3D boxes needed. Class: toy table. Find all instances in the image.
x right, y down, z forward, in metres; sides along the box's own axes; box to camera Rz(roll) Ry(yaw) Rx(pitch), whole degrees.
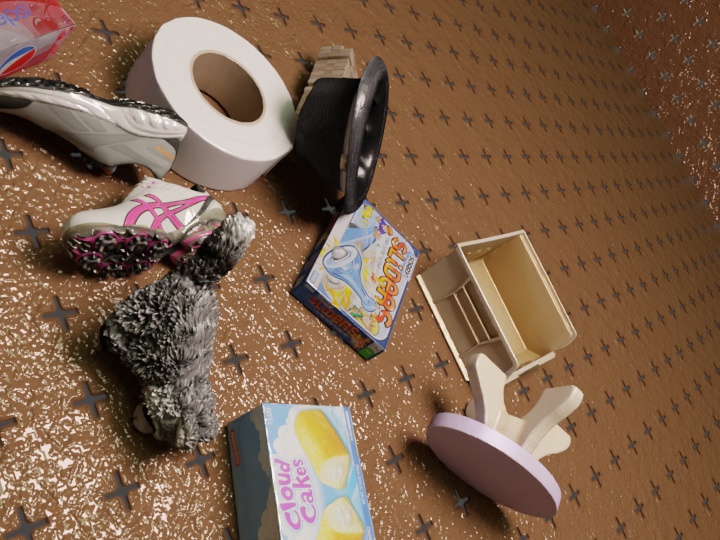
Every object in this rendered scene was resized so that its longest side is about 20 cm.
[{"bbox_3d":[0.182,0.202,0.888,0.200,0.183,0.118,50,53,-27],"label":"toy table"}]

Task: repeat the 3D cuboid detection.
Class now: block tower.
[{"bbox_3d":[-0.047,-0.249,1.029,0.058,0.053,0.201,76,19,-45],"label":"block tower"}]

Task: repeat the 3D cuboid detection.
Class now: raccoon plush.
[{"bbox_3d":[-0.139,0.064,0.627,0.134,0.200,0.097,49,23,13],"label":"raccoon plush"}]

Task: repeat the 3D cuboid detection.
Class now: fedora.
[{"bbox_3d":[-0.026,-0.173,0.897,0.091,0.202,0.201,15,42,7],"label":"fedora"}]

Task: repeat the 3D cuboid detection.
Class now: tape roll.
[{"bbox_3d":[-0.174,-0.199,0.862,0.201,0.071,0.204,27,46,-32],"label":"tape roll"}]

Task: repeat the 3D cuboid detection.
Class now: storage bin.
[{"bbox_3d":[0.208,0.058,1.069,0.199,0.093,0.200,-12,73,-50],"label":"storage bin"}]

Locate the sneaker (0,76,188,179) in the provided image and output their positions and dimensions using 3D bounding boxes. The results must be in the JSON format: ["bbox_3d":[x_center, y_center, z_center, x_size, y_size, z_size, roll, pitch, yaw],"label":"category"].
[{"bbox_3d":[-0.276,-0.141,0.711,0.198,0.080,0.074,12,15,-24],"label":"sneaker"}]

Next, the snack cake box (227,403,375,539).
[{"bbox_3d":[-0.054,0.234,0.687,0.114,0.067,0.202,13,55,-42],"label":"snack cake box"}]

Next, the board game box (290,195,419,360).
[{"bbox_3d":[0.000,0.000,0.935,0.135,0.034,0.201,42,40,-17],"label":"board game box"}]

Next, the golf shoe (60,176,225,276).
[{"bbox_3d":[-0.216,-0.048,0.715,0.199,0.072,0.093,-7,63,-59],"label":"golf shoe"}]

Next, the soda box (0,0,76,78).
[{"bbox_3d":[-0.368,-0.215,0.671,0.070,0.063,0.200,50,38,-10],"label":"soda box"}]
